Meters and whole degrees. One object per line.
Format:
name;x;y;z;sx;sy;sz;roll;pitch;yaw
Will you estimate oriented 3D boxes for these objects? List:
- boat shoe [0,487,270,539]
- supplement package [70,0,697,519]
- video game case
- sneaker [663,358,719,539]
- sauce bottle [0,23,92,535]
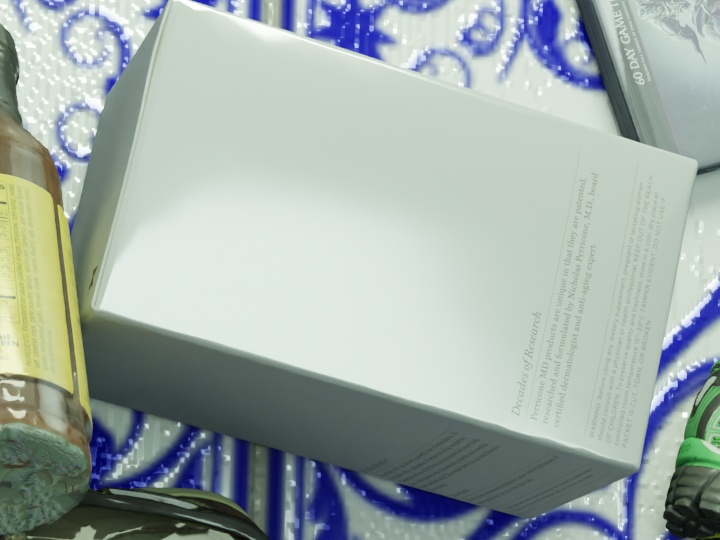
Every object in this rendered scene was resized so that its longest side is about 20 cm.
boat shoe;-0.126;0.104;0.949;0.199;0.065;0.074;-8;81;-17
supplement package;0.000;0.000;0.981;0.199;0.121;0.120;16;73;-12
video game case;0.182;-0.125;1.120;0.199;0.019;0.143;-15;81;-20
sneaker;0.220;0.082;1.048;0.199;0.078;0.086;18;72;-11
sauce bottle;-0.128;-0.005;0.920;0.064;0.065;0.200;4;46;-15
